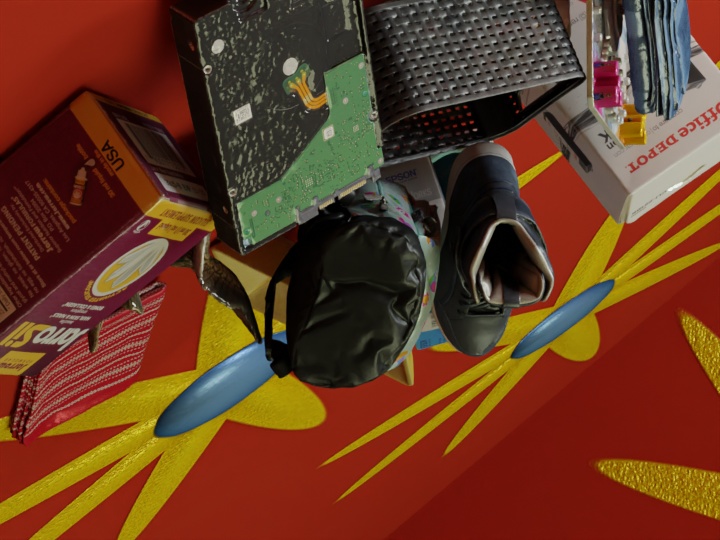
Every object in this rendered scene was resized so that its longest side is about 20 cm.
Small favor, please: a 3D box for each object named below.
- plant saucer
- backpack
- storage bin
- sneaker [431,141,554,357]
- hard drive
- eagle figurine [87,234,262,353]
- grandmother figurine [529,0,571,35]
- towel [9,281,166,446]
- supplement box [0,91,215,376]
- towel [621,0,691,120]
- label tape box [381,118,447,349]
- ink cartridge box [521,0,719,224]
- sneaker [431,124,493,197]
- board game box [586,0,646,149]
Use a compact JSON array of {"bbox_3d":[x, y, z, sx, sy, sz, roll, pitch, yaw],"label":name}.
[{"bbox_3d":[-0.033,0.027,1.963,0.048,0.200,0.200,-62,170,-12],"label":"plant saucer"},{"bbox_3d":[0.000,0.000,1.707,0.200,0.127,0.167,-87,-159,-70],"label":"backpack"},{"bbox_3d":[0.061,-0.155,1.654,0.200,0.094,0.135,-14,168,-34],"label":"storage bin"},{"bbox_3d":[0.106,0.016,1.719,0.077,0.146,0.202,-5,124,-9],"label":"sneaker"},{"bbox_3d":[-0.055,-0.125,1.470,0.140,0.038,0.200,-31,132,-25],"label":"hard drive"},{"bbox_3d":[-0.134,-0.024,1.659,0.200,0.151,0.152,0,133,-49],"label":"eagle figurine"},{"bbox_3d":[0.145,-0.243,1.741,0.121,0.061,0.200,-34,162,-11],"label":"grandmother figurine"},{"bbox_3d":[-0.252,0.088,1.926,0.145,0.022,0.200,-30,164,-27],"label":"towel"},{"bbox_3d":[-0.218,-0.022,1.502,0.200,0.103,0.131,-39,167,12],"label":"supplement box"},{"bbox_3d":[0.242,-0.234,1.698,0.049,0.200,0.112,-2,-145,15],"label":"towel"},{"bbox_3d":[0.048,-0.042,1.898,0.066,0.200,0.143,-19,165,-1],"label":"label tape box"},{"bbox_3d":[0.239,-0.166,1.901,0.144,0.200,0.084,-34,166,-9],"label":"ink cartridge box"},{"bbox_3d":[0.048,-0.061,2.032,0.200,0.074,0.082,-54,172,20],"label":"sneaker"},{"bbox_3d":[0.216,-0.217,1.743,0.026,0.200,0.200,-1,173,15],"label":"board game box"}]
